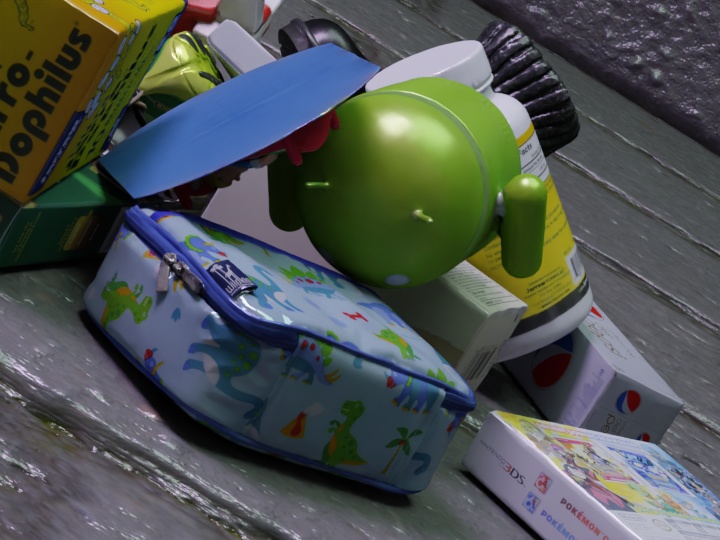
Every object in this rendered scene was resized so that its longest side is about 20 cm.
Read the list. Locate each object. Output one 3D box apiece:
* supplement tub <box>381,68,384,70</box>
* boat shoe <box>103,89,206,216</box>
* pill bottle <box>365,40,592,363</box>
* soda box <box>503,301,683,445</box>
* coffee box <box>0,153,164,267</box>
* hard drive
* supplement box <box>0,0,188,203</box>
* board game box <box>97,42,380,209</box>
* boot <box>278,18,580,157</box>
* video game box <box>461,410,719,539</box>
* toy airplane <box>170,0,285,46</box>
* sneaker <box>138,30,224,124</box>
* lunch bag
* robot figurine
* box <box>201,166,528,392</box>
[{"bbox_3d":[0.029,-0.092,1.995,0.199,0.107,0.107,28,14,-20],"label":"supplement tub"},{"bbox_3d":[-0.177,-0.103,1.630,0.199,0.074,0.074,35,14,11],"label":"boat shoe"},{"bbox_3d":[0.076,-0.047,1.722,0.113,0.112,0.201,-93,162,-74],"label":"pill bottle"},{"bbox_3d":[0.149,0.062,1.804,0.068,0.064,0.200,25,16,-29],"label":"soda box"},{"bbox_3d":[-0.203,-0.054,1.458,0.123,0.044,0.200,36,13,15],"label":"coffee box"},{"bbox_3d":[-0.029,-0.078,1.804,0.132,0.027,0.200,45,-9,43],"label":"hard drive"},{"bbox_3d":[-0.183,-0.125,1.421,0.109,0.109,0.200,31,13,1],"label":"supplement box"},{"bbox_3d":[-0.064,-0.072,1.462,0.039,0.157,0.200,65,-9,-17],"label":"board game box"},{"bbox_3d":[0.049,-0.132,1.797,0.212,0.158,0.079,54,-7,-31],"label":"boot"},{"bbox_3d":[0.181,0.163,1.548,0.199,0.047,0.182,16,23,-52],"label":"video game box"},{"bbox_3d":[-0.148,-0.221,1.859,0.199,0.199,0.142,37,45,-35],"label":"toy airplane"},{"bbox_3d":[-0.134,-0.117,1.768,0.200,0.083,0.075,60,7,-79],"label":"sneaker"},{"bbox_3d":[-0.046,0.040,1.402,0.199,0.083,0.161,22,12,-40],"label":"lunch bag"},{"bbox_3d":[0.030,-0.054,1.524,0.174,0.117,0.200,14,13,13],"label":"robot figurine"},{"bbox_3d":[0.000,0.000,1.652,0.199,0.078,0.095,36,13,16],"label":"box"}]
